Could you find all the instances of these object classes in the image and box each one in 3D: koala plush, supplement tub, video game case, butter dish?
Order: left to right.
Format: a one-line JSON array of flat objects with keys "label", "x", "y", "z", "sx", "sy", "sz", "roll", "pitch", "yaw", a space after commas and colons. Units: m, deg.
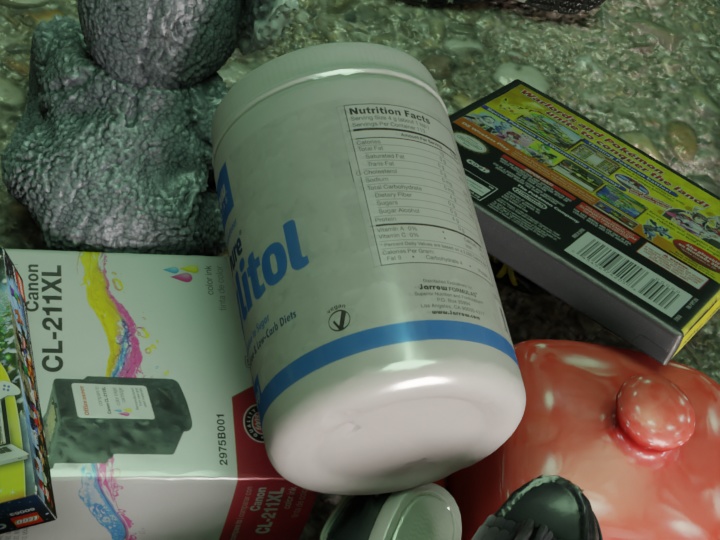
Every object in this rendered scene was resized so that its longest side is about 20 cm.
[{"label": "koala plush", "x": -0.116, "y": -0.121, "z": 0.927, "sx": 0.177, "sy": 0.200, "sz": 0.184, "roll": 20, "pitch": 33, "yaw": -1}, {"label": "supplement tub", "x": 0.000, "y": 0.000, "z": 0.826, "sx": 0.131, "sy": 0.132, "sz": 0.201, "roll": -3, "pitch": 58, "yaw": -18}, {"label": "video game case", "x": 0.134, "y": -0.037, "z": 0.971, "sx": 0.200, "sy": 0.026, "sz": 0.181, "roll": 33, "pitch": 33, "yaw": 17}, {"label": "butter dish", "x": 0.138, "y": 0.110, "z": 0.886, "sx": 0.199, "sy": 0.148, "sz": 0.200, "roll": 12, "pitch": 53, "yaw": -7}]

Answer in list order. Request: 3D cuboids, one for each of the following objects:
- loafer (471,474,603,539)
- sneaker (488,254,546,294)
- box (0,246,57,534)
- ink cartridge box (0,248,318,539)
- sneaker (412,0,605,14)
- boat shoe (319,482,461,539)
[{"label": "loafer", "x": 0.064, "y": 0.171, "z": 0.737, "sx": 0.072, "sy": 0.063, "sz": 0.200, "roll": 16, "pitch": 54, "yaw": 19}, {"label": "sneaker", "x": 0.083, "y": -0.030, "z": 1.006, "sx": 0.199, "sy": 0.075, "sz": 0.085, "roll": 4, "pitch": 30, "yaw": -13}, {"label": "box", "x": -0.256, "y": 0.077, "z": 0.784, "sx": 0.199, "sy": 0.038, "sz": 0.137, "roll": -14, "pitch": 60, "yaw": -1}, {"label": "ink cartridge box", "x": -0.130, "y": 0.070, "z": 0.881, "sx": 0.199, "sy": 0.083, "sz": 0.146, "roll": 2, "pitch": 55, "yaw": -15}, {"label": "sneaker", "x": 0.087, "y": -0.238, "z": 1.191, "sx": 0.199, "sy": 0.074, "sz": 0.080, "roll": 9, "pitch": 38, "yaw": -15}, {"label": "boat shoe", "x": -0.011, "y": 0.200, "z": 0.832, "sx": 0.076, "sy": 0.060, "sz": 0.200, "roll": 44, "pitch": 63, "yaw": -29}]
